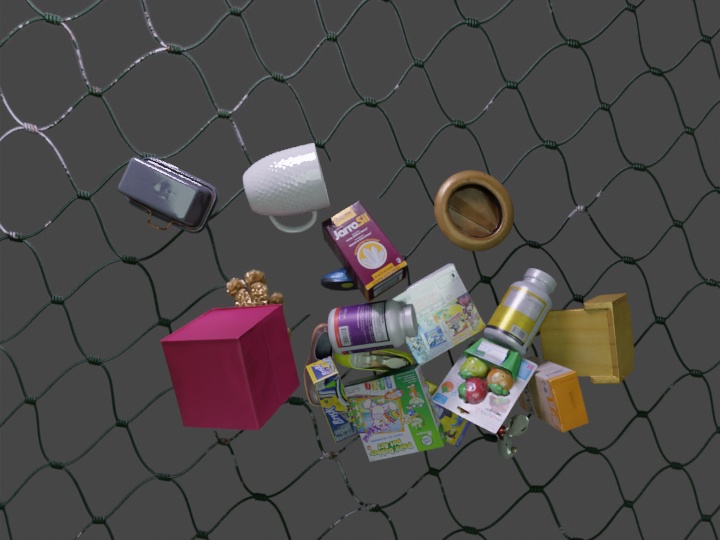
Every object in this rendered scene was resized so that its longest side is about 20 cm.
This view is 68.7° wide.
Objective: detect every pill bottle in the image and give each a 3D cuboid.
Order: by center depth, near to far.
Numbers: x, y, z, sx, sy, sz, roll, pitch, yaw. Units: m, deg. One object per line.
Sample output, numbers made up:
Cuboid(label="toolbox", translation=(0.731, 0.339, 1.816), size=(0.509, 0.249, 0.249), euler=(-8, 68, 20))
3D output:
Cuboid(label="pill bottle", translation=(0.030, 0.131, 1.234), size=(0.198, 0.112, 0.113), euler=(-10, 94, 13))
Cuboid(label="pill bottle", translation=(0.398, 0.099, 1.294), size=(0.112, 0.112, 0.201), euler=(36, 79, -7))

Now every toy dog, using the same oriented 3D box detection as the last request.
Cuboid(label="toy dog", translation=(0.360, 0.357, 1.297), size=(0.132, 0.096, 0.201), euler=(-36, 97, -27))

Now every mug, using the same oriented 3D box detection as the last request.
Cuboid(label="mug", translation=(-0.166, -0.176, 1.219), size=(0.174, 0.148, 0.201), euler=(-14, 125, 0))

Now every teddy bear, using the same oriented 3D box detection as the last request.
Cuboid(label="teddy bear", translation=(-0.243, 0.099, 1.250), size=(0.144, 0.067, 0.202), euler=(-8, 93, -3))

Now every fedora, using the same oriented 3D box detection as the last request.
Cuboid(label="fedora", translation=(0.272, -0.142, 1.290), size=(0.199, 0.082, 0.203), euler=(0, 89, -2))

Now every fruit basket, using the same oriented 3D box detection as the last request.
Cuboid(label="fruit basket", translation=(0.288, 0.260, 1.246), size=(0.200, 0.185, 0.094), euler=(-44, 132, -26))

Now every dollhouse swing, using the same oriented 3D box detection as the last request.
Cuboid(label="dollhouse swing", translation=(0.585, 0.173, 1.364), size=(0.181, 0.175, 0.202), euler=(-11, 95, -47))

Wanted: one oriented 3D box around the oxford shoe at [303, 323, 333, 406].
Cuboid(label="oxford shoe", translation=(-0.099, 0.232, 1.269), size=(0.071, 0.073, 0.202), euler=(3, 93, -7))

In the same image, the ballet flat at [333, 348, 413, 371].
Cuboid(label="ballet flat", translation=(0.035, 0.215, 1.287), size=(0.198, 0.067, 0.067), euler=(8, 92, -7))

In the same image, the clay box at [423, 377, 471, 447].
Cuboid(label="clay box", translation=(0.179, 0.344, 1.319), size=(0.199, 0.048, 0.116), euler=(27, 90, -8))

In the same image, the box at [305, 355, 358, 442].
Cuboid(label="box", translation=(-0.065, 0.304, 1.237), size=(0.064, 0.070, 0.201), euler=(-21, 121, -11))

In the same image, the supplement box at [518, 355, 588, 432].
Cuboid(label="supplement box", translation=(0.448, 0.291, 1.270), size=(0.073, 0.200, 0.127), euler=(-16, 93, -9))

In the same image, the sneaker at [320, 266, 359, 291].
Cuboid(label="sneaker", translation=(0.000, 0.000, 1.282), size=(0.198, 0.066, 0.079), euler=(-8, 70, -1))

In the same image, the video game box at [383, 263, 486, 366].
Cuboid(label="video game box", translation=(0.184, 0.109, 1.310), size=(0.199, 0.047, 0.183), euler=(-28, 93, -4))

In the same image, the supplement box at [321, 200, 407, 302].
Cuboid(label="supplement box", translation=(0.008, -0.045, 1.219), size=(0.110, 0.086, 0.201), euler=(-32, 69, -11))

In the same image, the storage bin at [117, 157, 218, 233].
Cuboid(label="storage bin", translation=(-0.442, -0.166, 1.182), size=(0.199, 0.134, 0.146), euler=(26, 90, -6))

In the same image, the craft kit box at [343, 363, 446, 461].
Cuboid(label="craft kit box", translation=(0.080, 0.344, 1.270), size=(0.199, 0.048, 0.199), euler=(-20, 96, 21))

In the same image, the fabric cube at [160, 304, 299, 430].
Cuboid(label="fabric cube", translation=(-0.274, 0.202, 1.144), size=(0.195, 0.200, 0.201), euler=(-5, 104, 22))
